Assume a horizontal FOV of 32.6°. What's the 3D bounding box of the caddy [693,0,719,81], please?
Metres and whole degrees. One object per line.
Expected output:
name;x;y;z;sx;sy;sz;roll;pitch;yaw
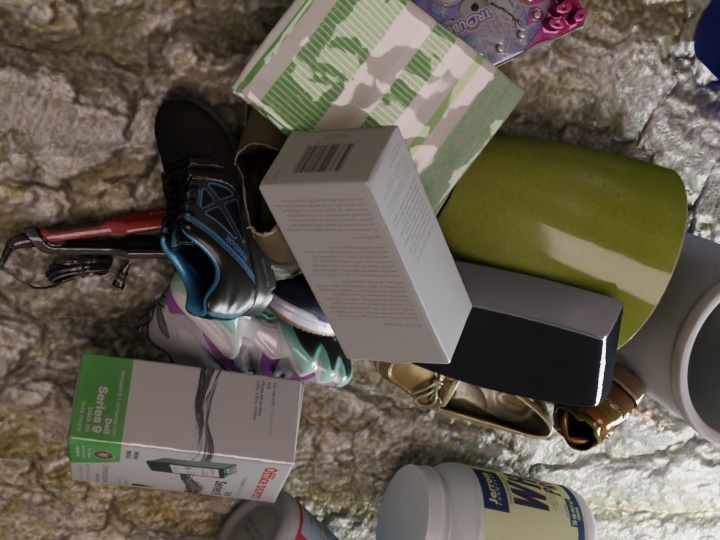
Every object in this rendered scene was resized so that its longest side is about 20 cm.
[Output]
caddy;0.408;-0.222;1.131;0.141;0.105;0.200;35;103;-28

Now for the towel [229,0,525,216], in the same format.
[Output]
towel;0.015;-0.145;1.000;0.199;0.023;0.153;36;92;-12

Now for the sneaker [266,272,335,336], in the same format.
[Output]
sneaker;0.000;0.000;1.131;0.199;0.070;0.109;6;117;-48

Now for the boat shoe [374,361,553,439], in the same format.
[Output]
boat shoe;0.108;0.120;1.247;0.200;0.063;0.073;26;107;-25

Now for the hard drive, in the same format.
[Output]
hard drive;0.129;0.058;1.102;0.198;0.042;0.135;13;140;15

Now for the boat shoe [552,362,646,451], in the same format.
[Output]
boat shoe;0.219;0.140;1.226;0.072;0.200;0.068;40;76;10

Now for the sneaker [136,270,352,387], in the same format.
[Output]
sneaker;-0.117;0.076;1.160;0.199;0.078;0.140;34;124;-22

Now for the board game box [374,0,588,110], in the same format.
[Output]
board game box;0.066;-0.258;1.023;0.199;0.026;0.201;-25;95;-3

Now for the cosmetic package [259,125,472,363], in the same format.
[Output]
cosmetic package;0.009;-0.017;0.995;0.101;0.071;0.201;1;135;29

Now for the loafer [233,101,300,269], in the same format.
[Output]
loafer;-0.065;-0.105;1.032;0.075;0.202;0.070;-10;164;19

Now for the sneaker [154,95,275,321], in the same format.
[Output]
sneaker;-0.135;-0.054;1.043;0.073;0.082;0.201;-25;83;36

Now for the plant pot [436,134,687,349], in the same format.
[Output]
plant pot;0.162;-0.043;1.128;0.199;0.187;0.188;21;109;-13

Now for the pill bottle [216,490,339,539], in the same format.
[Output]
pill bottle;-0.053;0.326;1.282;0.109;0.109;0.200;-39;119;7

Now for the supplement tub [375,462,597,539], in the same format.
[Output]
supplement tub;0.130;0.282;1.288;0.199;0.145;0.146;15;111;-21

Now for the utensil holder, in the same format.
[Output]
utensil holder;0.323;0.053;1.178;0.169;0.200;0.171;-6;108;-19

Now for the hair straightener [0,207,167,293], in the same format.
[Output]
hair straightener;-0.228;-0.009;1.105;0.198;0.041;0.078;-10;119;-16

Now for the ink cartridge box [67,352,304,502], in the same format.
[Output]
ink cartridge box;-0.161;0.147;1.123;0.198;0.085;0.146;8;155;-8
